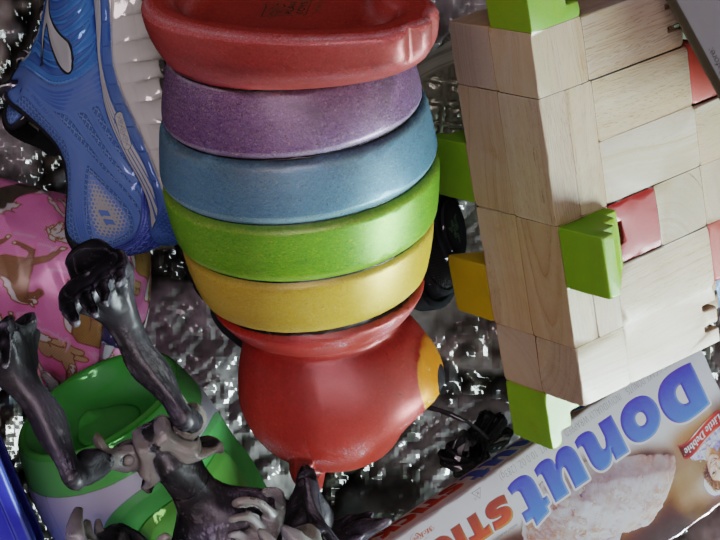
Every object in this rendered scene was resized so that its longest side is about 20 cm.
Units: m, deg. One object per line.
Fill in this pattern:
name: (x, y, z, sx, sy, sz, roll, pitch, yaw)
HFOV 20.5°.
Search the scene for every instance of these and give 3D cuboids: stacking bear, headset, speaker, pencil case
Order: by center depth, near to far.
stacking bear: (-0.016, -0.015, 0.761, 0.113, 0.122, 0.201, -2, 117, 9)
speaker: (-0.069, 0.135, 0.848, 0.088, 0.089, 0.201, -23, 115, 3)
headset: (0.000, 0.000, 0.870, 0.123, 0.094, 0.201, -33, 86, 26)
pencil case: (-0.192, 0.001, 0.870, 0.199, 0.087, 0.083, 10, 125, 1)

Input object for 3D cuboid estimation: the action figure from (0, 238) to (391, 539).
action figure: (-0.067, 0.093, 0.727, 0.119, 0.102, 0.200, -27, 115, 17)

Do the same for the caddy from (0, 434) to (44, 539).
caddy: (-0.197, 0.109, 0.774, 0.141, 0.105, 0.201, -23, 115, -12)

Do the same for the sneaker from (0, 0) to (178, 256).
sneaker: (-0.119, -0.096, 0.840, 0.089, 0.079, 0.201, -23, 65, 17)

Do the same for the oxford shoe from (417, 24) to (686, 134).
oxford shoe: (0.080, -0.096, 0.870, 0.200, 0.058, 0.075, -34, 122, 17)

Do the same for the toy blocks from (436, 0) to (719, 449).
toy blocks: (0.114, -0.043, 0.804, 0.136, 0.100, 0.201, -22, 113, -30)

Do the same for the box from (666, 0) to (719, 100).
box: (0.180, -0.130, 0.814, 0.032, 0.200, 0.122, -26, 94, 40)

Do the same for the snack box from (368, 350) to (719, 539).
snack box: (0.082, 0.106, 0.850, 0.200, 0.024, 0.072, -30, 99, -27)
